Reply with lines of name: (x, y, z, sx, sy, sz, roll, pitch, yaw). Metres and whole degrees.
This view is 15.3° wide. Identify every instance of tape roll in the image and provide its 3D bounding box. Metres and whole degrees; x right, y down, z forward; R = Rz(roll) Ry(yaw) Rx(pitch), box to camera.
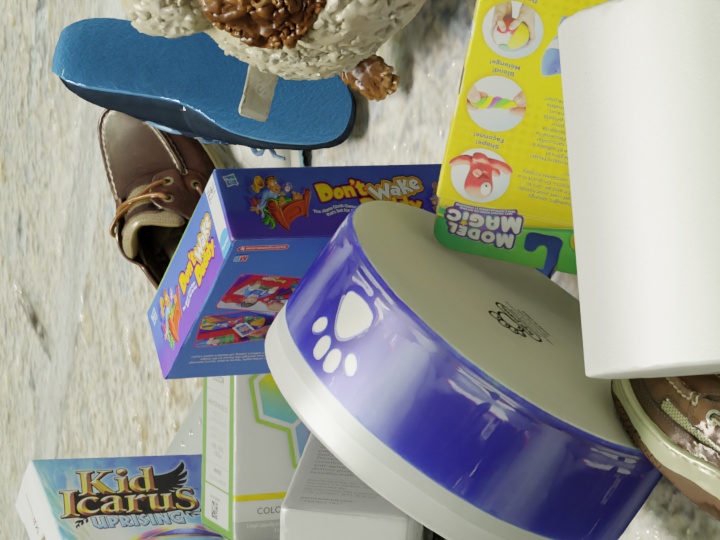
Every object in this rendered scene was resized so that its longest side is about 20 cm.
tape roll: (0.179, -0.034, 1.027, 0.202, 0.201, 0.140, 170, 97, -65)

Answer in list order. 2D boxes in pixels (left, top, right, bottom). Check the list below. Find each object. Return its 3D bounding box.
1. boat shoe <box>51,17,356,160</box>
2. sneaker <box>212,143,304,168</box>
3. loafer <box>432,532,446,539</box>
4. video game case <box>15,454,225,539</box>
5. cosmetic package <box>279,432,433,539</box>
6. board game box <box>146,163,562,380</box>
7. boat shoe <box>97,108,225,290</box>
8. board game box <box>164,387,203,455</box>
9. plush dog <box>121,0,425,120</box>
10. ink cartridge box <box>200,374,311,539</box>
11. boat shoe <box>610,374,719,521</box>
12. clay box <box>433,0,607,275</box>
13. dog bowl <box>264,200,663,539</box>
boat shoe: (-0.093, -0.120, 1.689, 0.069, 0.199, 0.085, 58, -127, -71)
sneaker: (-0.089, -0.038, 1.766, 0.077, 0.080, 0.201, -131, 46, -56)
loafer: (0.073, 0.182, 1.461, 0.070, 0.075, 0.201, 94, 178, -78)
video game case: (-0.093, 0.189, 1.655, 0.182, 0.199, 0.046, 61, 141, 44)
cosmetic package: (0.003, 0.139, 1.479, 0.200, 0.071, 0.102, -65, -21, -70)
board game box: (0.000, 0.000, 1.429, 0.135, 0.199, 0.045, 121, 140, -50)
boat shoe: (-0.121, -0.031, 1.702, 0.072, 0.072, 0.201, -34, 69, 23)
board game box: (-0.095, 0.200, 1.870, 0.200, 0.026, 0.201, 122, 139, -51)
plush dog: (-0.015, -0.165, 1.508, 0.161, 0.200, 0.172, 55, 167, -9)
ink cartridge box: (-0.040, 0.061, 1.639, 0.059, 0.103, 0.202, -164, 73, -64)
boat shoe: (0.185, 0.079, 1.201, 0.075, 0.074, 0.202, -61, 38, 20)
clay box: (0.106, -0.096, 1.282, 0.048, 0.114, 0.201, -78, 0, -61)
dog bowl: (0.056, 0.055, 1.299, 0.079, 0.199, 0.200, -56, 37, 17)
